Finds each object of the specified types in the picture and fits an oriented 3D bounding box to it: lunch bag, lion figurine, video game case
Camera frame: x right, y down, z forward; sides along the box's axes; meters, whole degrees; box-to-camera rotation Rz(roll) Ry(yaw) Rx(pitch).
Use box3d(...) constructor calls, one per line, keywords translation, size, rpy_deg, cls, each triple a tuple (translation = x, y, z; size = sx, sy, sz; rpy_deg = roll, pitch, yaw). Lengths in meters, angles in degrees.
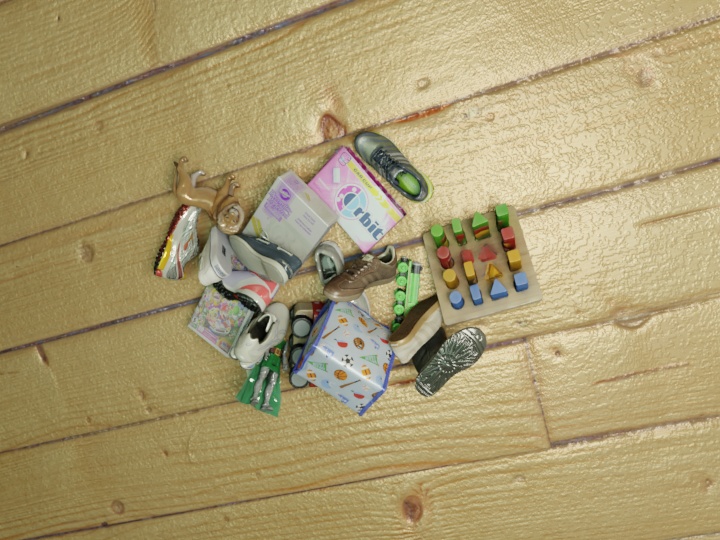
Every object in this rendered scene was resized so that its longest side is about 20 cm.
box3d(translation=(-0.021, 0.153, 1.144), size=(0.168, 0.202, 0.124), rpy_deg=(33, 128, -10), cls="lunch bag")
box3d(translation=(-0.333, -0.157, 1.238), size=(0.196, 0.073, 0.125), rpy_deg=(18, 72, 6), cls="lion figurine")
box3d(translation=(-0.293, 0.069, 1.279), size=(0.142, 0.018, 0.203), rpy_deg=(29, 94, 28), cls="video game case")

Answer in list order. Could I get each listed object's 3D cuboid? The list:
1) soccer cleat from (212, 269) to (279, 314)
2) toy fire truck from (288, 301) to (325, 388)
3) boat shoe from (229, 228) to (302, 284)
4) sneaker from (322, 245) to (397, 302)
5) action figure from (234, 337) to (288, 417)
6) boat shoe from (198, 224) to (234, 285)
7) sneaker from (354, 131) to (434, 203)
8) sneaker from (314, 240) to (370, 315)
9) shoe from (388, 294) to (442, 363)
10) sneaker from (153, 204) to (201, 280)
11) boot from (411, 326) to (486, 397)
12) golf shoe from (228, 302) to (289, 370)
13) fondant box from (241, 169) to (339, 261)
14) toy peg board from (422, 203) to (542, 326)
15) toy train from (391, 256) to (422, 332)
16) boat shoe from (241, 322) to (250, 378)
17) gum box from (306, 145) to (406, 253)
box3d(translation=(-0.254, 0.027, 1.230), size=(0.197, 0.073, 0.069), rpy_deg=(22, 145, 38), cls="soccer cleat")
box3d(translation=(-0.057, 0.170, 1.257), size=(0.195, 0.129, 0.181), rpy_deg=(2, 106, -10), cls="toy fire truck")
box3d(translation=(-0.198, -0.037, 1.185), size=(0.198, 0.062, 0.076), rpy_deg=(23, 140, 42), cls="boat shoe")
box3d(translation=(0.000, 0.000, 1.173), size=(0.070, 0.198, 0.077), rpy_deg=(26, 122, 34), cls="sneaker")
box3d(translation=(-0.196, 0.202, 1.261), size=(0.054, 0.204, 0.118), rpy_deg=(-16, 140, 37), cls="action figure")
box3d(translation=(-0.312, -0.031, 1.219), size=(0.069, 0.201, 0.071), rpy_deg=(-30, 122, 7), cls="boat shoe")
box3d(translation=(0.067, -0.213, 1.174), size=(0.199, 0.081, 0.074), rpy_deg=(38, 104, 2), cls="sneaker")
box3d(translation=(-0.047, 0.037, 1.233), size=(0.075, 0.092, 0.203), rpy_deg=(-29, 94, 15), cls="sneaker")
box3d(translation=(0.123, 0.112, 1.172), size=(0.069, 0.199, 0.054), rpy_deg=(-14, 110, 45), cls="shoe")
box3d(translation=(-0.394, -0.073, 1.297), size=(0.081, 0.078, 0.203), rpy_deg=(22, 97, -28), cls="sneaker")
box3d(translation=(0.170, 0.155, 1.157), size=(0.181, 0.200, 0.073), rpy_deg=(-40, 91, 13), cls="boot")
box3d(translation=(-0.193, 0.118, 1.208), size=(0.077, 0.201, 0.098), rpy_deg=(33, 127, -1), cls="golf shoe")
box3d(translation=(-0.156, -0.088, 1.217), size=(0.144, 0.058, 0.200), rpy_deg=(43, 124, 2), cls="fondant box")
box3d(translation=(0.231, -0.021, 1.126), size=(0.196, 0.098, 0.204), rpy_deg=(-16, 69, 12), cls="toy peg board")
box3d(translation=(0.099, 0.072, 1.240), size=(0.055, 0.042, 0.205), rpy_deg=(5, 101, -1), cls="toy train")
box3d(translation=(-0.236, 0.167, 1.305), size=(0.064, 0.074, 0.204), rpy_deg=(-10, 83, -12), cls="boat shoe")
box3d(translation=(-0.011, -0.152, 1.206), size=(0.113, 0.066, 0.201), rpy_deg=(-42, 90, 15), cls="gum box")
